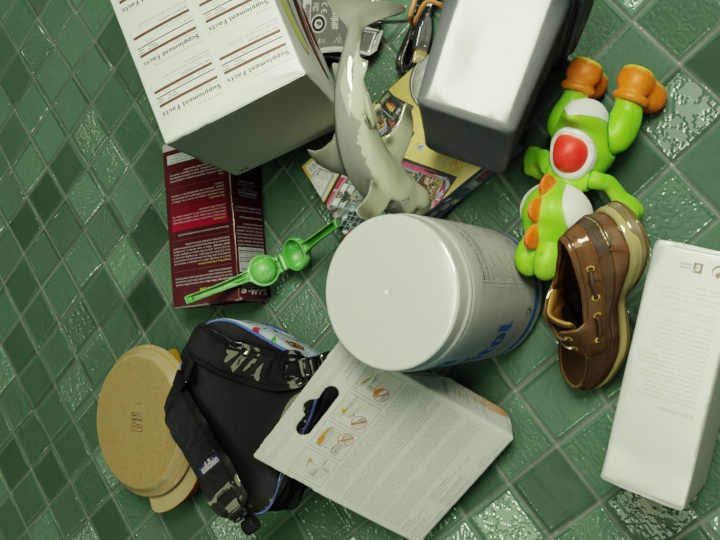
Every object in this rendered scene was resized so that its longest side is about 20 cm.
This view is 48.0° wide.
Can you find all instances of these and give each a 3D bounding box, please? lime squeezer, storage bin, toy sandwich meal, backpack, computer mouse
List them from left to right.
[{"bbox_3d":[-0.250,0.191,1.014,0.204,0.070,0.207,-3,85,36],"label":"toy sandwich meal"},{"bbox_3d":[-0.111,0.143,0.874,0.190,0.154,0.201,30,94,27],"label":"backpack"},{"bbox_3d":[-0.097,-0.004,0.891,0.199,0.071,0.038,-25,99,18],"label":"lime squeezer"},{"bbox_3d":[-0.007,-0.269,0.882,0.198,0.044,0.111,9,99,27],"label":"computer mouse"},{"bbox_3d":[0.102,-0.174,0.690,0.144,0.200,0.135,20,87,8],"label":"storage bin"}]

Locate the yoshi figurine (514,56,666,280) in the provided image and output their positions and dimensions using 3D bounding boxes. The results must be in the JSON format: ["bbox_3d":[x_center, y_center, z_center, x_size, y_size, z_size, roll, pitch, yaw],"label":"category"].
[{"bbox_3d":[0.201,-0.080,0.732,0.111,0.112,0.201,24,87,-10],"label":"yoshi figurine"}]

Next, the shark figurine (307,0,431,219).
[{"bbox_3d":[-0.011,-0.127,0.701,0.089,0.128,0.216,2,118,38],"label":"shark figurine"}]

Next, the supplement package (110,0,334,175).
[{"bbox_3d":[-0.128,-0.227,0.801,0.146,0.191,0.201,-23,84,10],"label":"supplement package"}]

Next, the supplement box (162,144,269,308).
[{"bbox_3d":[-0.174,-0.059,0.970,0.108,0.061,0.202,-7,85,31],"label":"supplement box"}]

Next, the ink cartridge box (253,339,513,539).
[{"bbox_3d":[0.022,0.161,0.784,0.199,0.050,0.163,32,110,-13],"label":"ink cartridge box"}]

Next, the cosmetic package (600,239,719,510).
[{"bbox_3d":[0.264,0.082,0.668,0.074,0.101,0.202,16,96,32],"label":"cosmetic package"}]

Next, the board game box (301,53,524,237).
[{"bbox_3d":[0.049,-0.116,0.833,0.200,0.035,0.136,-38,70,18],"label":"board game box"}]

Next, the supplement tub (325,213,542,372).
[{"bbox_3d":[0.074,0.020,0.730,0.131,0.199,0.133,0,89,32],"label":"supplement tub"}]

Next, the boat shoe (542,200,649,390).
[{"bbox_3d":[0.185,0.031,0.683,0.201,0.067,0.072,85,161,-44],"label":"boat shoe"}]
